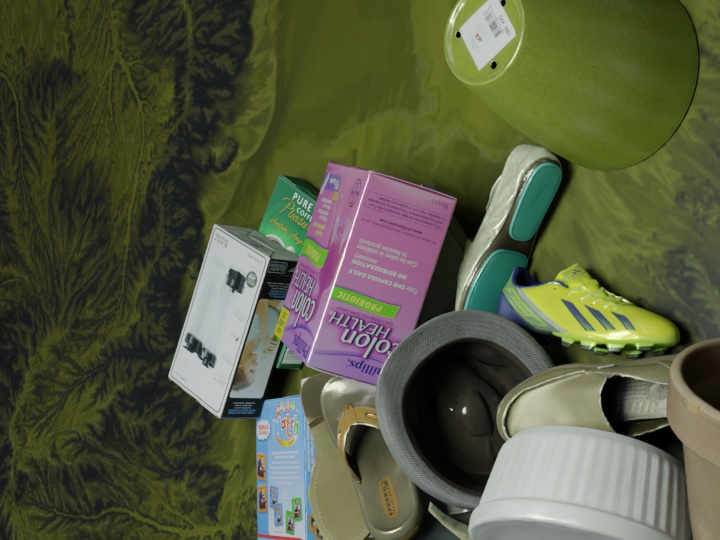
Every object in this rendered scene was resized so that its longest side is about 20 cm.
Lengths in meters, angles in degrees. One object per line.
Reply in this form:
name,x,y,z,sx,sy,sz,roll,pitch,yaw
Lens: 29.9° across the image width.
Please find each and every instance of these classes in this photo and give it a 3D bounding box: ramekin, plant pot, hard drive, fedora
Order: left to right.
hard drive,0.044,0.021,1.473,0.200,0.026,0.132,-50,53,30
fedora,0.106,0.133,1.309,0.177,0.090,0.200,-42,95,-1
plant pot,0.176,-0.200,1.242,0.187,0.200,0.187,-8,79,45
ramekin,0.200,0.207,1.175,0.202,0.202,0.094,-9,56,44
plant pot,0.331,0.167,1.065,0.200,0.200,0.175,27,121,44

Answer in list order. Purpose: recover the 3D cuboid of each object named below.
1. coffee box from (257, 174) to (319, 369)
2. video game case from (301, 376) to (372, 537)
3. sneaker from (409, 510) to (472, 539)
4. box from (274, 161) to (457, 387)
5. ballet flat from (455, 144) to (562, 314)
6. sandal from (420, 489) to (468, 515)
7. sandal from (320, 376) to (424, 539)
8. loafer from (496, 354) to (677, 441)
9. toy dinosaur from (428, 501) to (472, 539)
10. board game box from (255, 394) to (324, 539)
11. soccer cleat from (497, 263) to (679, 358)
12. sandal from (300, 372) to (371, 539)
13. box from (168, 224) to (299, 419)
coffee box,-0.082,0.002,1.590,0.123,0.044,0.200,35,110,43
video game case,-0.010,0.199,1.471,0.200,0.024,0.182,-20,71,59
sneaker,0.088,0.337,1.356,0.075,0.106,0.200,-99,2,-70
box,0.000,0.000,1.374,0.176,0.097,0.200,-150,77,-74
ballet flat,0.142,-0.034,1.358,0.062,0.067,0.200,40,107,51
sandal,0.091,0.179,1.390,0.082,0.050,0.203,5,96,30
sandal,0.008,0.178,1.344,0.080,0.054,0.200,-28,52,11
loafer,0.212,0.119,1.211,0.200,0.067,0.076,-18,90,21
toy dinosaur,0.148,0.296,1.292,0.200,0.047,0.088,20,104,18
board game box,-0.077,0.244,1.526,0.151,0.037,0.200,162,107,-64
soccer cleat,0.212,0.035,1.274,0.200,0.065,0.084,8,84,45
sandal,-0.018,0.210,1.414,0.070,0.078,0.212,79,177,-50
box,-0.145,0.060,1.573,0.117,0.060,0.200,29,106,44
